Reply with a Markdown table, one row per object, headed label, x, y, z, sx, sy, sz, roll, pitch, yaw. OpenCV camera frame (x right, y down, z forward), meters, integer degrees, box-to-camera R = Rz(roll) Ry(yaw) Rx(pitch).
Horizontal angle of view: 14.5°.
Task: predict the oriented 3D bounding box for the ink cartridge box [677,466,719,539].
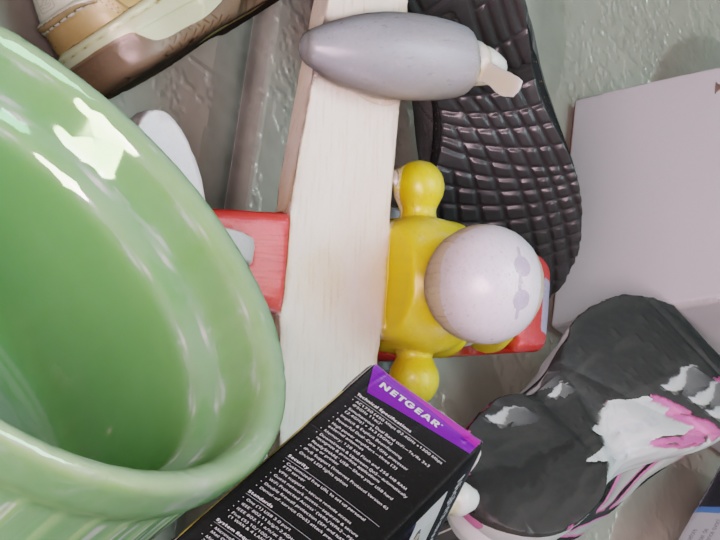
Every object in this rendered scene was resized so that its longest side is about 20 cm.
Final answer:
| label | x | y | z | sx | sy | sz | roll | pitch | yaw |
| --- | --- | --- | --- | --- | --- | --- | --- | --- | --- |
| ink cartridge box | 0.184 | 0.207 | 1.339 | 0.198 | 0.043 | 0.200 | -52 | 134 | -47 |

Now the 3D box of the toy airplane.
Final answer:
| label | x | y | z | sx | sy | sz | roll | pitch | yaw |
| --- | --- | --- | --- | --- | --- | --- | --- | --- | --- |
| toy airplane | 0.000 | 0.000 | 1.062 | 0.199 | 0.141 | 0.200 | -49 | 127 | -38 |

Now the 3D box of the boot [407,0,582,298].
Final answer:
| label | x | y | z | sx | sy | sz | roll | pitch | yaw |
| --- | --- | --- | --- | --- | --- | --- | --- | --- | --- |
| boot | 0.051 | -0.090 | 1.222 | 0.132 | 0.070 | 0.200 | -96 | 180 | -54 |

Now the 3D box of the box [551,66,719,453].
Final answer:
| label | x | y | z | sx | sy | sz | roll | pitch | yaw |
| --- | --- | --- | --- | --- | --- | --- | --- | --- | --- |
| box | 0.189 | 0.005 | 1.369 | 0.200 | 0.097 | 0.124 | 36 | 53 | -45 |

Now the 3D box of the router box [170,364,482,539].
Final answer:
| label | x | y | z | sx | sy | sz | roll | pitch | yaw |
| --- | --- | --- | --- | --- | --- | --- | --- | --- | --- |
| router box | -0.046 | 0.144 | 0.927 | 0.051 | 0.200 | 0.149 | 35 | 36 | 13 |

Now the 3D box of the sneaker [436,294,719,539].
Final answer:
| label | x | y | z | sx | sy | sz | roll | pitch | yaw |
| --- | --- | --- | --- | --- | --- | --- | --- | --- | --- |
| sneaker | 0.084 | 0.077 | 1.214 | 0.200 | 0.086 | 0.080 | -23 | 69 | -45 |

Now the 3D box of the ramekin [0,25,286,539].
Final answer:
| label | x | y | z | sx | sy | sz | roll | pitch | yaw |
| --- | --- | --- | --- | --- | --- | --- | --- | --- | --- |
| ramekin | -0.130 | 0.017 | 0.855 | 0.200 | 0.098 | 0.200 | 34 | 27 | -20 |

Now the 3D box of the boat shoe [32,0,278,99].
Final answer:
| label | x | y | z | sx | sy | sz | roll | pitch | yaw |
| --- | --- | --- | --- | --- | --- | --- | --- | --- | --- |
| boat shoe | -0.058 | -0.133 | 1.094 | 0.076 | 0.072 | 0.200 | 57 | 36 | -3 |
